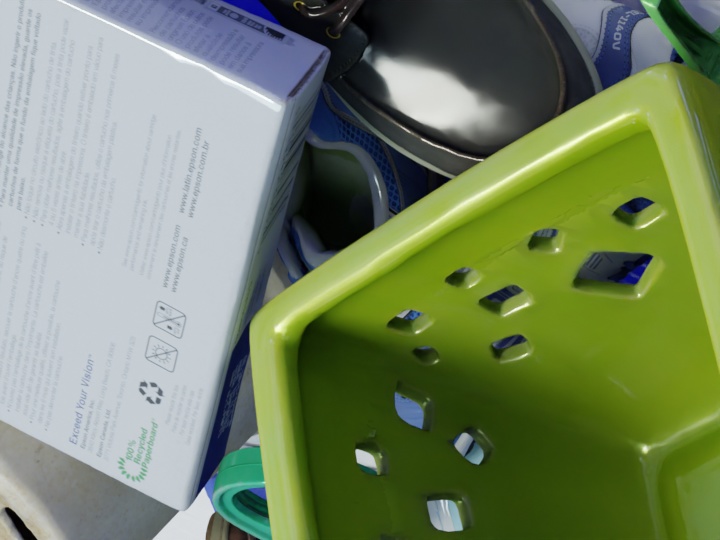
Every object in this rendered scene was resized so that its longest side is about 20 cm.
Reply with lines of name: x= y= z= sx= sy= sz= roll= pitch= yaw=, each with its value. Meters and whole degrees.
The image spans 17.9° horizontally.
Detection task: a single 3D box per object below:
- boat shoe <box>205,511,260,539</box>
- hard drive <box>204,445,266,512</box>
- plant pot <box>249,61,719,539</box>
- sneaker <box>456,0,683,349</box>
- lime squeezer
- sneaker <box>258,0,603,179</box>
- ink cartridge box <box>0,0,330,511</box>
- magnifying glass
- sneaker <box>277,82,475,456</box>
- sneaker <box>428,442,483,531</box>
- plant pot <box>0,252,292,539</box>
boat shoe: x=-0.014 y=0.195 z=1.089 sx=0.072 sy=0.072 sz=0.201 roll=-18 pitch=110 yaw=11
hard drive: x=0.006 y=0.173 z=1.114 sx=0.131 sy=0.025 sz=0.201 roll=8 pitch=133 yaw=30
plant pot: x=0.100 y=0.079 z=0.744 sx=0.200 sy=0.200 sz=0.181 roll=-30 pitch=149 yaw=36
sneaker: x=0.079 y=-0.012 z=0.834 sx=0.088 sy=0.075 sz=0.201 roll=16 pitch=138 yaw=22
lime squeezer: x=0.137 y=-0.051 z=0.745 sx=0.199 sy=0.071 sz=0.038 roll=27 pitch=107 yaw=-36
sneaker: x=-0.011 y=-0.100 z=0.740 sx=0.200 sy=0.106 sz=0.075 roll=43 pitch=100 yaw=19
ink cartridge box: x=-0.124 y=-0.032 z=0.794 sx=0.199 sy=0.041 sz=0.200 roll=25 pitch=131 yaw=8
magnifying glass: x=-0.008 y=0.119 z=0.974 sx=0.079 sy=0.023 sz=0.200 roll=4 pitch=157 yaw=16
sneaker: x=0.000 y=0.000 z=0.879 sx=0.075 sy=0.077 sz=0.201 roll=5 pitch=122 yaw=31
sneaker: x=0.104 y=0.138 z=0.966 sx=0.130 sy=0.080 sz=0.201 roll=1 pitch=131 yaw=37
plant pot: x=-0.127 y=0.044 z=0.955 sx=0.199 sy=0.184 sz=0.201 roll=20 pitch=138 yaw=19
